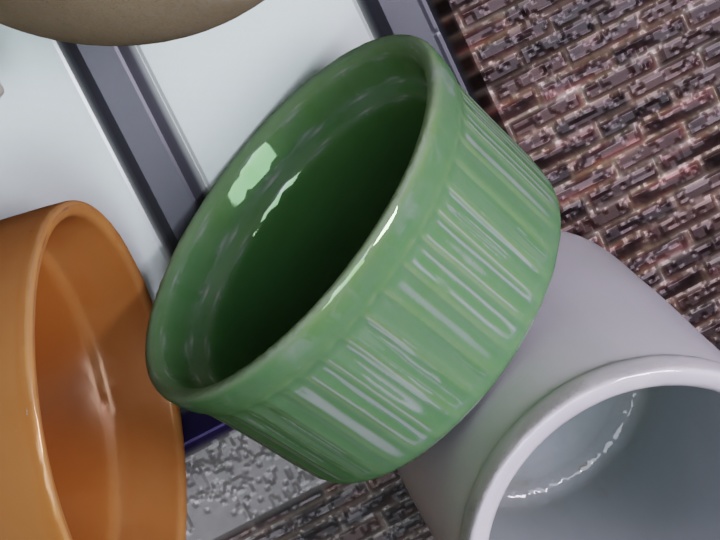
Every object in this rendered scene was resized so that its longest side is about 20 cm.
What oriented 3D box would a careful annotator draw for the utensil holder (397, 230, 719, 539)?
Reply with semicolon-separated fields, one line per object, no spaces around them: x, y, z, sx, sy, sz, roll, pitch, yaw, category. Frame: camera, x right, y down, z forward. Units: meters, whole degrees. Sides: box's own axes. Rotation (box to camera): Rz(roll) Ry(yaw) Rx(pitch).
0.103;0.084;1.042;0.168;0.200;0.171;-5;113;-13;utensil holder

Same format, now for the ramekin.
0.000;0.000;1.018;0.097;0.200;0.200;37;98;-24;ramekin

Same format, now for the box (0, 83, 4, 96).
-0.247;-0.049;0.959;0.082;0.200;0.069;-18;111;34;box

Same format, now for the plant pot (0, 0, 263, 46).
-0.084;-0.181;0.936;0.199;0.134;0.202;-21;124;-35;plant pot

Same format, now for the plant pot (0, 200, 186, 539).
-0.177;0.080;1.023;0.139;0.200;0.202;-11;108;12;plant pot
